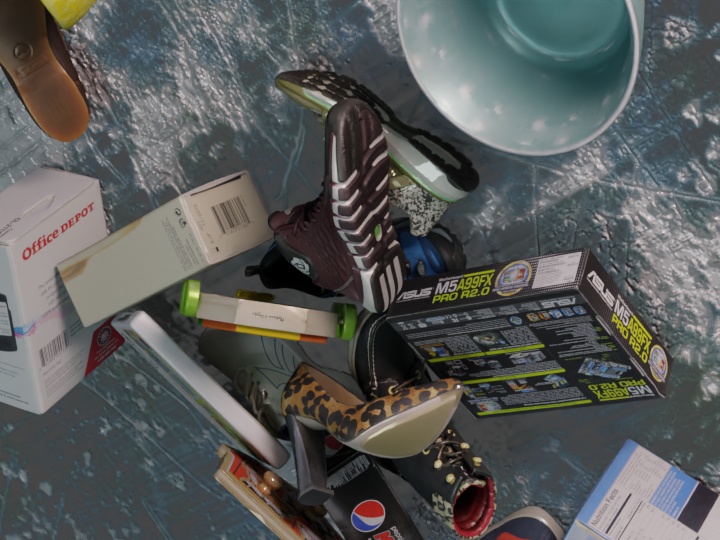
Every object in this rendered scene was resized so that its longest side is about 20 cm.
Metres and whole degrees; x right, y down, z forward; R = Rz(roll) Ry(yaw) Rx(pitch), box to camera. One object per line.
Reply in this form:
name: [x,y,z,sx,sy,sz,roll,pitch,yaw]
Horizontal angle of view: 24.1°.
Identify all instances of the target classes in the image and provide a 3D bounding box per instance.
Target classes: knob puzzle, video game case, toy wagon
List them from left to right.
video game case: [-0.161,0.114,1.667,0.200,0.023,0.182,46,169,-9]
toy wagon: [-0.089,0.039,1.556,0.154,0.200,0.040,9,88,-9]
knob puzzle: [-0.056,0.229,1.617,0.219,0.220,0.030,42,93,2]

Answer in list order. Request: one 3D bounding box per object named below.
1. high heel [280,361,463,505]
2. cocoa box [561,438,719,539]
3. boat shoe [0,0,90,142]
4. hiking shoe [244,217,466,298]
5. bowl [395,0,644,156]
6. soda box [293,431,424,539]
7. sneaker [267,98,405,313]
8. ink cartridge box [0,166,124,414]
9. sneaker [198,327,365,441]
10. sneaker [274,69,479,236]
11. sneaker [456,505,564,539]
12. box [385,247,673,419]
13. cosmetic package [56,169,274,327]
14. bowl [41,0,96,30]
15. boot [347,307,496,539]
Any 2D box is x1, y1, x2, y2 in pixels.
high heel: [0.006,0.104,1.502,0.199,0.143,0.071,-34,136,29]
cocoa box: [0.236,0.282,1.524,0.131,0.133,0.201,32,131,12]
boat shoe: [-0.317,-0.216,1.600,0.070,0.070,0.201,-22,109,-3]
hiking shoe: [0.000,0.000,1.524,0.199,0.087,0.075,2,121,32]
bowl: [0.136,-0.200,1.291,0.199,0.105,0.202,16,126,23]
soda box: [0.014,0.240,1.608,0.063,0.071,0.201,-31,117,-2]
sneaker: [-0.034,-0.056,1.422,0.115,0.076,0.201,12,128,30]
ink cartridge box: [-0.322,0.017,1.705,0.082,0.146,0.201,14,126,27]
sneaker: [-0.079,0.114,1.651,0.199,0.087,0.075,29,133,16]
sneaker: [0.000,-0.098,1.452,0.199,0.077,0.089,36,113,9]
sneaker: [0.114,0.303,1.651,0.075,0.085,0.200,43,133,1]
box: [0.145,0.059,1.460,0.199,0.045,0.160,-11,136,38]
cosmetic package: [-0.187,-0.020,1.617,0.199,0.105,0.072,-24,92,40]
bowl: [-0.269,-0.319,1.459,0.107,0.200,0.201,-34,101,-1]
boot: [0.061,0.136,1.544,0.154,0.073,0.205,42,148,45]
